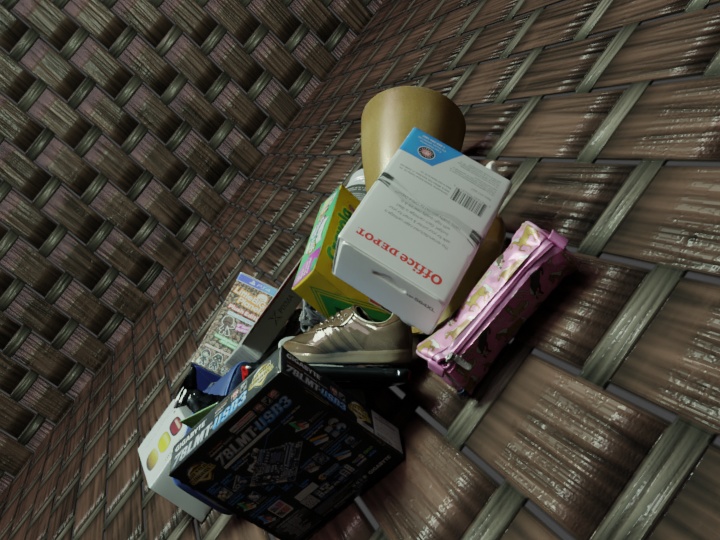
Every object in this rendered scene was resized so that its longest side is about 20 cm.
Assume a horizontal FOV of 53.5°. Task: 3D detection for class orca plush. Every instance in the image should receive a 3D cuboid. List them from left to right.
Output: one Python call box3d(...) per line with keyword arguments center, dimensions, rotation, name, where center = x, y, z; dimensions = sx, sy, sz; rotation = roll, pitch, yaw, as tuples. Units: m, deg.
box3d(center=(-0.151, 0.190, 0.982), dimensions=(0.071, 0.199, 0.106), rotation=(-43, 13, 36), name="orca plush")

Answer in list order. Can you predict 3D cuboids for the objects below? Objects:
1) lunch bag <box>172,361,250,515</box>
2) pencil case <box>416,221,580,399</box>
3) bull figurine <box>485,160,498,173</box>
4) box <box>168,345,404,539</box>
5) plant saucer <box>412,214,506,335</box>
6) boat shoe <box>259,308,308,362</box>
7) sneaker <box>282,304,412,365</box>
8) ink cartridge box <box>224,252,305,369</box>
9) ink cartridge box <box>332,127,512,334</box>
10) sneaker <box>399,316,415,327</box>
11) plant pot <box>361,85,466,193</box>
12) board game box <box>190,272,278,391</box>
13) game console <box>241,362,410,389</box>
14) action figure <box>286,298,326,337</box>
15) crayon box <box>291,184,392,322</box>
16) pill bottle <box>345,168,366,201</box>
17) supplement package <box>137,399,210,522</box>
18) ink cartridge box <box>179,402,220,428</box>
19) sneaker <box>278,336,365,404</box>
box3d(center=(-0.190, 0.247, 1.073), dimensions=(0.131, 0.135, 0.203), rotation=(-35, 25, 33), name="lunch bag")
box3d(center=(0.150, 0.040, 0.781), dimensions=(0.201, 0.082, 0.087), rotation=(-49, 28, 3), name="pencil case")
box3d(center=(0.113, -0.102, 1.048), dimensions=(0.200, 0.122, 0.065), rotation=(-46, -6, 10), name="bull figurine")
box3d(center=(-0.083, 0.209, 0.817), dimensions=(0.200, 0.197, 0.050), rotation=(-43, 26, 19), name="box")
box3d(center=(0.125, 0.011, 0.949), dimensions=(0.200, 0.035, 0.202), rotation=(-43, 22, 22), name="plant saucer")
box3d(center=(-0.099, 0.100, 1.237), dimensions=(0.202, 0.062, 0.072), rotation=(-52, 20, -3), name="boat shoe")
box3d(center=(-0.019, 0.085, 0.942), dimensions=(0.195, 0.070, 0.078), rotation=(-3, 80, 27), name="sneaker")
box3d(center=(-0.132, 0.062, 1.173), dimensions=(0.202, 0.044, 0.176), rotation=(-57, 6, -38), name="ink cartridge box")
box3d(center=(0.074, -0.051, 0.856), dimensions=(0.202, 0.144, 0.085), rotation=(-55, -9, -30), name="ink cartridge box")
box3d(center=(0.083, 0.003, 0.932), dimensions=(0.085, 0.071, 0.203), rotation=(115, 175, -51), name="sneaker")
box3d(center=(0.080, -0.161, 1.178), dimensions=(0.185, 0.184, 0.205), rotation=(-28, 44, 45), name="plant pot")
box3d(center=(-0.225, 0.140, 1.303), dimensions=(0.161, 0.095, 0.203), rotation=(111, -178, -53), name="board game box")
box3d(center=(-0.049, 0.126, 0.881), dimensions=(0.177, 0.194, 0.032), rotation=(130, 142, -74), name="game console")
box3d(center=(-0.048, 0.076, 1.098), dimensions=(0.199, 0.117, 0.104), rotation=(-23, 41, 62), name="action figure")
box3d(center=(0.000, 0.000, 1.037), dimensions=(0.058, 0.172, 0.203), rotation=(-34, 25, 33), name="crayon box")
box3d(center=(0.001, -0.082, 1.262), dimensions=(0.113, 0.113, 0.203), rotation=(-32, 27, 40), name="pill bottle")
box3d(center=(-0.296, 0.318, 1.218), dimensions=(0.115, 0.109, 0.199), rotation=(-54, 21, -11), name="supplement package")
box3d(center=(-0.115, 0.201, 0.896), dimensions=(0.103, 0.198, 0.060), rotation=(-26, 35, 45), name="ink cartridge box")
box3d(center=(-0.058, 0.184, 1.017), dimensions=(0.199, 0.069, 0.102), rotation=(36, 128, 46), name="sneaker")
